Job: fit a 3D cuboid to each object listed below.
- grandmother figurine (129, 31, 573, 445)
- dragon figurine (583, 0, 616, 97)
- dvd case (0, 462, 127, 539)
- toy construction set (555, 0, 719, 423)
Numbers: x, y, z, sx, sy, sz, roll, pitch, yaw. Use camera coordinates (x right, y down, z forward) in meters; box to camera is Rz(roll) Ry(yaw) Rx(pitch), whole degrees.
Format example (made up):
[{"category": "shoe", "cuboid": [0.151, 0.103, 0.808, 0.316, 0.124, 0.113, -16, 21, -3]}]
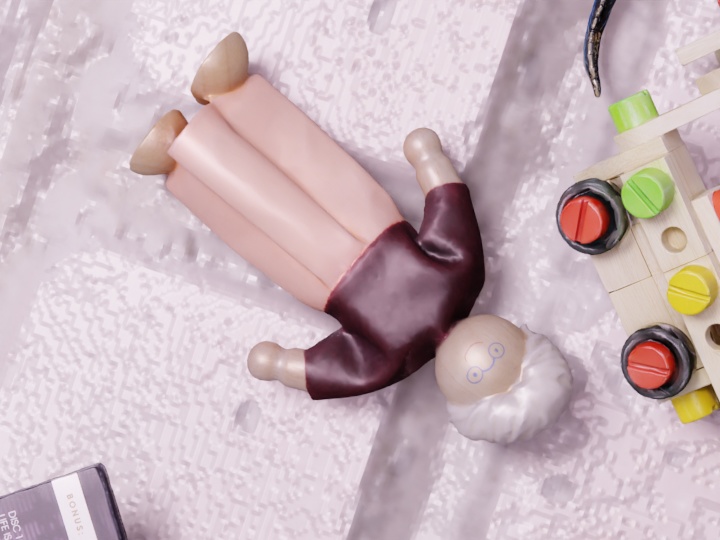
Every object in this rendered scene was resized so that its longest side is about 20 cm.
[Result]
[{"category": "grandmother figurine", "cuboid": [0.000, 0.000, 0.928, 0.200, 0.061, 0.122, 39, 102, 9]}, {"category": "dragon figurine", "cuboid": [0.141, -0.163, 0.893, 0.059, 0.099, 0.200, 44, 94, 6]}, {"category": "dvd case", "cuboid": [-0.173, 0.178, 0.905, 0.199, 0.016, 0.150, -19, 83, 2]}, {"category": "toy construction set", "cuboid": [0.156, -0.011, 0.891, 0.131, 0.092, 0.201, -24, 77, 30]}]
